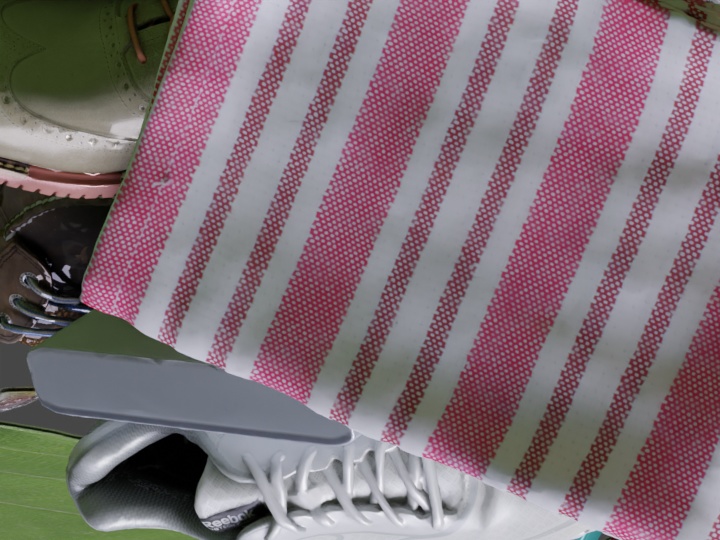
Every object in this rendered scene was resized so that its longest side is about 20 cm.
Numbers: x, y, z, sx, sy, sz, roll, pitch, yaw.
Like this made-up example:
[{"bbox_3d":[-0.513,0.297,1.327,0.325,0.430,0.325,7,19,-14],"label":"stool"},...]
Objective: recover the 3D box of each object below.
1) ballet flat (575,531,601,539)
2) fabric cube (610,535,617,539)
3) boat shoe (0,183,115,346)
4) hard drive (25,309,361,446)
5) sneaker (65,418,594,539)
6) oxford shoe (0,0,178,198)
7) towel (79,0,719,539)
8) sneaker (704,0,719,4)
[{"bbox_3d":[0.098,0.018,1.034,0.072,0.201,0.068,34,-154,9],"label":"ballet flat"},{"bbox_3d":[0.240,0.076,1.282,0.199,0.197,0.199,1,169,-28],"label":"fabric cube"},{"bbox_3d":[-0.107,-0.009,1.013,0.072,0.073,0.200,2,172,-25],"label":"boat shoe"},{"bbox_3d":[0.000,0.000,0.957,0.131,0.027,0.200,4,-155,36],"label":"hard drive"},{"bbox_3d":[-0.005,0.065,0.919,0.199,0.076,0.081,-2,-166,28],"label":"sneaker"},{"bbox_3d":[-0.051,-0.070,0.845,0.199,0.071,0.074,-3,148,-21],"label":"oxford shoe"},{"bbox_3d":[0.033,-0.016,0.735,0.199,0.147,0.030,24,-161,13],"label":"towel"},{"bbox_3d":[0.020,-0.019,0.800,0.199,0.081,0.075,-30,148,28],"label":"sneaker"}]
